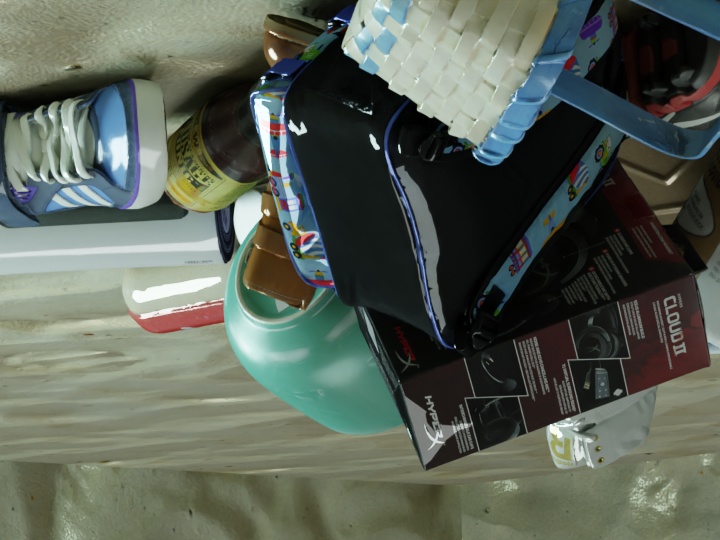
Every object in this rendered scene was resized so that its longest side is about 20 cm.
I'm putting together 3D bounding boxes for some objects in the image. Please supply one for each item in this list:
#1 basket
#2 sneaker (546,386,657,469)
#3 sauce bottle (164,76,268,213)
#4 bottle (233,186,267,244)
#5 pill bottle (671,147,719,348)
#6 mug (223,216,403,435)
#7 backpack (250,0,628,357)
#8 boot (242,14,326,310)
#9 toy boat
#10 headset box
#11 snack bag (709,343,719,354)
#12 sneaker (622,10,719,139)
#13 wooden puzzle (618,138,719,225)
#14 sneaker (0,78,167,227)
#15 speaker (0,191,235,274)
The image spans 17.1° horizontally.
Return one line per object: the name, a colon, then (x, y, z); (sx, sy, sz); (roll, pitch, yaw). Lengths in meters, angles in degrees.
basket: (0.102, -0.120, 1.160); (0.200, 0.139, 0.176); (30, 164, -4)
sneaker: (0.146, 0.096, 1.702); (0.200, 0.116, 0.074); (-10, -152, -39)
sauce bottle: (-0.081, -0.088, 1.571); (0.066, 0.066, 0.200); (1, 167, -19)
bottle: (0.004, -0.041, 1.705); (0.200, 0.084, 0.065); (-7, 153, -37)
pill bottle: (0.271, -0.051, 1.461); (0.114, 0.114, 0.200); (7, 122, -42)
mug: (-0.009, 0.004, 1.580); (0.152, 0.185, 0.114); (7, 161, 40)
backpack: (0.057, -0.084, 1.336); (0.134, 0.200, 0.183); (21, 142, 37)
boot: (-0.033, -0.059, 1.429); (0.074, 0.155, 0.200); (27, 176, 26)
toy boat: (-0.077, 0.015, 1.844); (0.200, 0.131, 0.131); (-10, 123, 41)
headset box: (0.102, 0.015, 1.409); (0.200, 0.149, 0.077); (-20, 128, -5)
snack bag: (0.329, 0.023, 1.647); (0.188, 0.021, 0.200); (-3, -168, 30)
sneaker: (0.170, -0.111, 1.469); (0.098, 0.071, 0.200); (9, 163, -38)
wooden puzzle: (0.171, -0.050, 1.587); (0.185, 0.200, 0.046); (-8, -157, 29)
sneaker: (-0.213, -0.075, 1.552); (0.146, 0.081, 0.200); (-3, 176, -19)
speaker: (-0.196, -0.039, 1.750); (0.200, 0.081, 0.081); (-2, 170, 7)
